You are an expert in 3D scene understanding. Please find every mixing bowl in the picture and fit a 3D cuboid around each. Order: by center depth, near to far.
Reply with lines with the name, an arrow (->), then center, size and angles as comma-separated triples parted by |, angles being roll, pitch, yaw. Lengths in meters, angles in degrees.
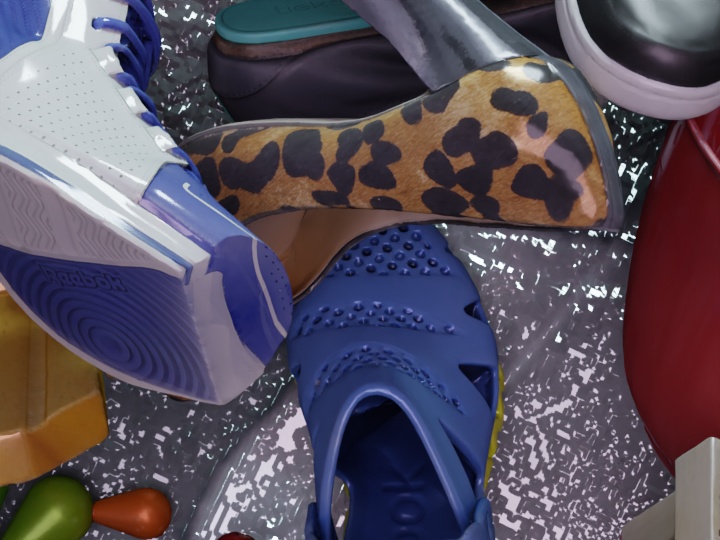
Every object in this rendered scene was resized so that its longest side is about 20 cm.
mixing bowl -> 0.163, 0.030, 0.716 | 0.200, 0.200, 0.109 | 34, 116, 1

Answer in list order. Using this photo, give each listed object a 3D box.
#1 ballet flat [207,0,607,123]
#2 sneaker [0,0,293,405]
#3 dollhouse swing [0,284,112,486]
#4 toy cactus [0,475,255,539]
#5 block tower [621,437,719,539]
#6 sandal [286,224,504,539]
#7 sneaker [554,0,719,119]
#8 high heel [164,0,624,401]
ballet flat -> 0.045, -0.081, 0.770 | 0.199, 0.073, 0.073 | -14, 90, -4
sneaker -> -0.089, -0.054, 0.660 | 0.199, 0.081, 0.115 | 29, 58, 27
dollhouse swing -> -0.181, -0.012, 0.708 | 0.199, 0.176, 0.182 | -12, 90, -4
toy cactus -> -0.142, 0.145, 0.770 | 0.199, 0.102, 0.166 | 8, 101, -6
block tower -> 0.168, 0.117, 0.651 | 0.200, 0.058, 0.054 | 25, 48, -23
sandal -> 0.013, 0.057, 0.733 | 0.079, 0.087, 0.201 | -10, 60, 3
sneaker -> 0.119, -0.148, 0.688 | 0.073, 0.112, 0.200 | 20, 47, 6
high heel -> 0.000, 0.000, 0.692 | 0.143, 0.071, 0.200 | 47, 125, 30
